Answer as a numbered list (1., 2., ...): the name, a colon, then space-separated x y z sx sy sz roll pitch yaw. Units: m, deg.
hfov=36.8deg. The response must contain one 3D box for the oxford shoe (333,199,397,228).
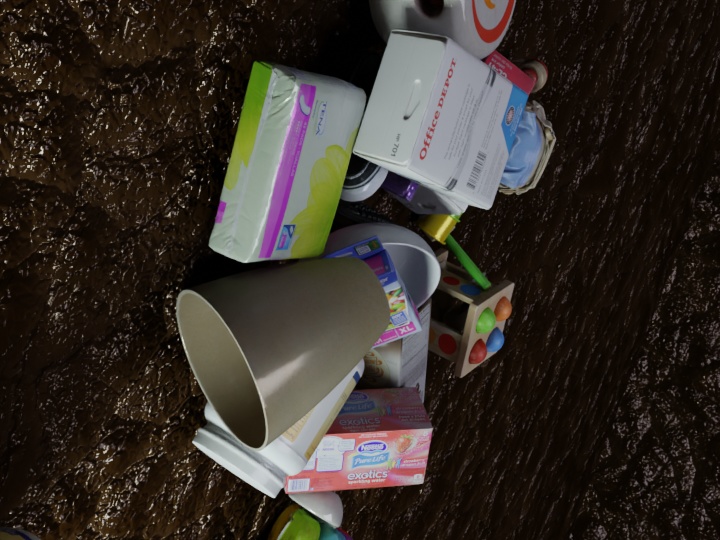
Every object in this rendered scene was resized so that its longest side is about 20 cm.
1. oxford shoe: 0.009 -0.039 1.437 0.085 0.072 0.200 -56 150 2

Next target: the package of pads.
1. package of pads: -0.073 -0.111 1.152 0.154 0.068 0.202 -6 115 -61

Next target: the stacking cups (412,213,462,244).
1. stacking cups: 0.153 -0.138 1.585 0.201 0.060 0.060 -58 154 7

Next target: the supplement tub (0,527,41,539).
1. supplement tub: -0.373 0.305 0.950 0.200 0.144 0.147 20 95 -63

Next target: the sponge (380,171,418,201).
1. sponge: 0.059 -0.197 1.348 0.202 0.111 0.030 -62 154 -6

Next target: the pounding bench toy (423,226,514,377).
1. pounding bench toy: 0.153 0.034 1.658 0.124 0.155 0.202 -27 134 -50

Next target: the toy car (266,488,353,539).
1. toy car: -0.070 0.395 1.520 0.176 0.149 0.200 -57 -176 -10

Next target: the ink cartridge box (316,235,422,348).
1. ink cartridge box: -0.002 0.038 1.343 0.118 0.042 0.201 -20 146 6

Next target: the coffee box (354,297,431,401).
1. coffee box: 0.032 0.114 1.555 0.080 0.113 0.202 -39 142 -40

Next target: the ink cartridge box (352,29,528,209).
1. ink cartridge box: 0.096 -0.169 1.238 0.199 0.085 0.148 18 91 -53

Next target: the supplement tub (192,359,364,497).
1. supplement tub: -0.100 0.158 1.319 0.201 0.143 0.145 -56 152 -16

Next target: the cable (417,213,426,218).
1. cable: 0.121 -0.120 1.481 0.097 0.050 0.200 -45 -171 -11

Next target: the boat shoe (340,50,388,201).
1. boat shoe: 0.003 -0.174 1.266 0.068 0.071 0.202 69 30 -51

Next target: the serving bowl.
1. serving bowl: 0.000 0.000 1.382 0.197 0.066 0.201 -11 148 -7

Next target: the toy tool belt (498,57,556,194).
1. toy tool belt: 0.230 -0.211 1.636 0.123 0.124 0.202 -38 143 -55

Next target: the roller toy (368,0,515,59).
1. roller toy: 0.093 -0.344 1.257 0.184 0.138 0.201 -64 151 -25

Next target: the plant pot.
1. plant pot: -0.071 0.068 1.194 0.199 0.187 0.189 -26 137 -27

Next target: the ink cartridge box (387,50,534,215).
1. ink cartridge box: 0.122 -0.181 1.426 0.085 0.147 0.201 35 79 -21

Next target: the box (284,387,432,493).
1. box: -0.011 0.229 1.480 0.197 0.095 0.104 -2 122 -14
